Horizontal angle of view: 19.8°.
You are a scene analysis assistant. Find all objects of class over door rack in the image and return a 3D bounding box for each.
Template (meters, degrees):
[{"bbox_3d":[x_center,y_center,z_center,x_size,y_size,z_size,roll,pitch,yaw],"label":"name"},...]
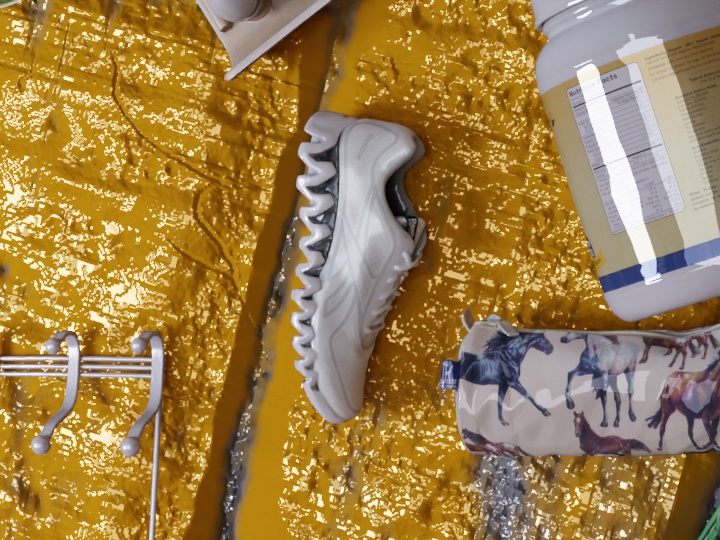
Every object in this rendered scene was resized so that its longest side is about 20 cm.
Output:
[{"bbox_3d":[-0.203,0.143,1.409,0.147,0.067,0.202,0,94,22],"label":"over door rack"}]

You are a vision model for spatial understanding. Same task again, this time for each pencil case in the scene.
[{"bbox_3d":[0.152,0.069,1.259,0.198,0.078,0.090,-1,108,21],"label":"pencil case"}]

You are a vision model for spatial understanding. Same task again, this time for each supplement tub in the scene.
[{"bbox_3d":[0.185,-0.084,1.198,0.143,0.144,0.202,-18,87,21],"label":"supplement tub"}]

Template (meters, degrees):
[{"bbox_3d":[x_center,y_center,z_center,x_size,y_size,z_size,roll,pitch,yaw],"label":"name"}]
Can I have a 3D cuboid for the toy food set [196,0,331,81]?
[{"bbox_3d":[-0.081,-0.244,1.331,0.143,0.060,0.201,-36,79,20],"label":"toy food set"}]

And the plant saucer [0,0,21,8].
[{"bbox_3d":[-0.244,-0.278,1.390,0.199,0.031,0.202,5,99,36],"label":"plant saucer"}]

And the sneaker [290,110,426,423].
[{"bbox_3d":[0.000,0.000,1.320,0.080,0.075,0.202,3,96,12],"label":"sneaker"}]

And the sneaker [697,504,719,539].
[{"bbox_3d":[0.237,0.165,1.238,0.078,0.085,0.200,44,92,13],"label":"sneaker"}]
